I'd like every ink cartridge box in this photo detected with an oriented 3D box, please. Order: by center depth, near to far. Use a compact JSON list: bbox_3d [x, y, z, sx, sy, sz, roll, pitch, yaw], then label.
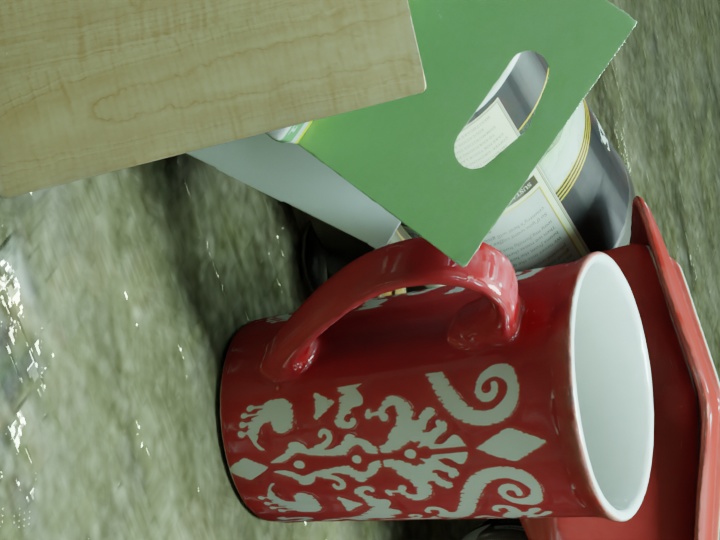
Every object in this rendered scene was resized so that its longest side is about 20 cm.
[{"bbox_3d":[0.005,-0.117,1.143,0.146,0.199,0.048,-54,171,6],"label":"ink cartridge box"}]

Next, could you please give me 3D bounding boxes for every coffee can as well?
[{"bbox_3d":[0.062,-0.078,1.449,0.200,0.145,0.147,53,37,-50],"label":"coffee can"}]

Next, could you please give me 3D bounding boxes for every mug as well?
[{"bbox_3d":[0.033,0.049,1.278,0.134,0.199,0.179,-53,131,-58],"label":"mug"}]

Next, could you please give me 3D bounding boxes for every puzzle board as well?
[{"bbox_3d":[-0.081,-0.129,1.094,0.017,0.198,0.152,-135,-149,-75],"label":"puzzle board"}]

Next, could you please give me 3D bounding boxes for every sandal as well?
[{"bbox_3d":[0.000,0.000,1.382,0.054,0.080,0.200,-62,140,-29],"label":"sandal"}]

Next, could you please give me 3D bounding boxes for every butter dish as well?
[{"bbox_3d":[0.122,0.090,1.418,0.201,0.147,0.201,-99,-175,-52],"label":"butter dish"}]

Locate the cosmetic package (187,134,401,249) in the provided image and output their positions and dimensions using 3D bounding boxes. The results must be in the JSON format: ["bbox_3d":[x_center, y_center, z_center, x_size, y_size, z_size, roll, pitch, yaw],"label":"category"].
[{"bbox_3d":[-0.023,-0.120,1.268,0.150,0.052,0.201,27,44,-8],"label":"cosmetic package"}]

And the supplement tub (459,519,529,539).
[{"bbox_3d":[0.108,0.204,1.512,0.200,0.122,0.124,-20,102,-66],"label":"supplement tub"}]
